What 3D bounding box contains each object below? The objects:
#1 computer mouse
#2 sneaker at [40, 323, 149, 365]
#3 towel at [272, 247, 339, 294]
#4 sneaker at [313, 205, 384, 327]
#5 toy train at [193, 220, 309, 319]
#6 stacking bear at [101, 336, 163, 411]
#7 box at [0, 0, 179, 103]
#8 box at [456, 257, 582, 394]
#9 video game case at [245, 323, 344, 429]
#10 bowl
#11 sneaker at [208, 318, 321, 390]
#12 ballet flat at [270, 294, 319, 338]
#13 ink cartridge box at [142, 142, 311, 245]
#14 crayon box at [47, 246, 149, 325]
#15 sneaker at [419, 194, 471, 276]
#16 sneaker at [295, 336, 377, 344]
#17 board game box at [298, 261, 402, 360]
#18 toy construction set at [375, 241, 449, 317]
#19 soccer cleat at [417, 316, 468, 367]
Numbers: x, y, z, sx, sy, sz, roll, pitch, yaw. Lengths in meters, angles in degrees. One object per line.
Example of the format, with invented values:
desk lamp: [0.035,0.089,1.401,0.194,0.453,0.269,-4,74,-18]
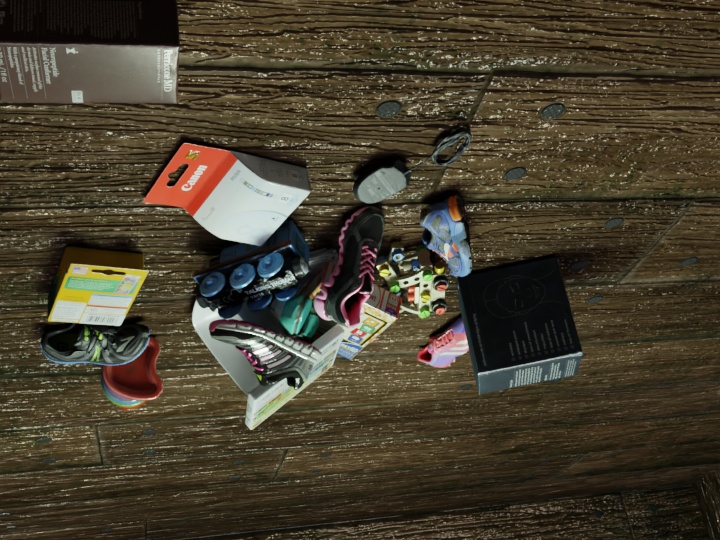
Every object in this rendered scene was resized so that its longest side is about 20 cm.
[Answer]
computer mouse: [0.074,-0.159,1.331,0.197,0.034,0.059,-26,132,18]
sneaker: [-0.480,0.130,1.638,0.195,0.072,0.083,-4,159,-5]
towel: [-0.089,0.025,1.622,0.144,0.024,0.201,-13,152,8]
sneaker: [0.000,0.000,1.445,0.078,0.095,0.203,13,103,-37]
toy train: [-0.173,0.001,1.448,0.197,0.116,0.087,-18,133,17]
stacking bear: [-0.453,0.220,1.786,0.111,0.124,0.200,-3,159,-17]
box: [-0.300,-0.242,0.999,0.196,0.076,0.101,-4,152,-15]
box: [0.295,0.104,1.704,0.192,0.204,0.124,-10,154,2]
video game case: [-0.118,0.189,1.590,0.199,0.023,0.183,-37,166,-22]
bowl: [-0.203,0.111,1.596,0.074,0.200,0.200,-34,169,-33]
sneaker: [-0.156,0.137,1.441,0.197,0.089,0.073,22,175,-31]
ballet flat: [-0.114,0.073,1.490,0.069,0.068,0.200,22,170,7]
ink cartridge box: [-0.194,-0.106,1.313,0.197,0.048,0.160,8,148,-34]
crayon box: [-0.428,0.021,1.473,0.124,0.052,0.200,6,149,-27]
sneaker: [0.143,-0.056,1.510,0.077,0.077,0.201,-5,145,11]
sneaker: [-0.038,0.122,1.737,0.111,0.072,0.199,-24,172,25]
board game box: [-0.037,0.076,1.603,0.150,0.047,0.200,26,145,-14]
toy construction set: [0.088,0.029,1.612,0.128,0.094,0.201,-7,152,-5]
soccer cleat: [0.183,0.152,1.912,0.075,0.068,0.201,4,152,-15]
